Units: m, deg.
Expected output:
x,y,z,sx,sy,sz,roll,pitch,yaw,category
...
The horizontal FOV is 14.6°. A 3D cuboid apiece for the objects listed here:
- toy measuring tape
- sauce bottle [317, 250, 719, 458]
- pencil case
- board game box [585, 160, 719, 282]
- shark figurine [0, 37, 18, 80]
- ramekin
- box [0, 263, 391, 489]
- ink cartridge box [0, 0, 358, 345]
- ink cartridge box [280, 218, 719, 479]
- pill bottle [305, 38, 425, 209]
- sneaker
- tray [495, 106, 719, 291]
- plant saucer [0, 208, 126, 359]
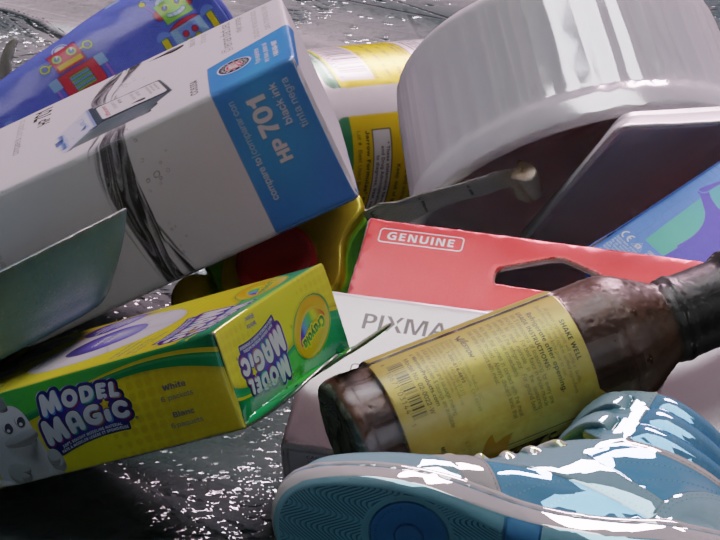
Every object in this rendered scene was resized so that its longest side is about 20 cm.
x,y,z,sx,sy,sz,roll,pitch,yaw,category
0.000,0.000,1.430,0.199,0.074,0.074,-15,16,6,toy measuring tape
0.083,0.041,1.203,0.199,0.065,0.065,-20,23,-11,sauce bottle
-0.162,-0.096,1.619,0.200,0.087,0.078,-36,75,-17,pencil case
0.233,-0.004,1.366,0.200,0.045,0.152,-32,55,-20,board game box
-0.190,-0.096,1.715,0.128,0.090,0.214,-13,22,-41,shark figurine
0.114,-0.079,1.519,0.200,0.098,0.201,-11,-24,-5,ramekin
-0.093,0.048,1.211,0.199,0.049,0.117,-14,9,25,box
-0.110,-0.049,1.441,0.199,0.086,0.147,-23,18,3,ink cartridge box
0.079,0.038,1.280,0.199,0.045,0.177,7,49,10,ink cartridge box
0.028,-0.080,1.664,0.199,0.113,0.113,-8,21,-33,pill bottle
0.067,0.094,1.142,0.199,0.080,0.131,14,31,0,sneaker
0.135,-0.035,1.474,0.107,0.200,0.022,-6,65,-26,tray
-0.187,0.032,1.265,0.199,0.036,0.200,-27,4,2,plant saucer
